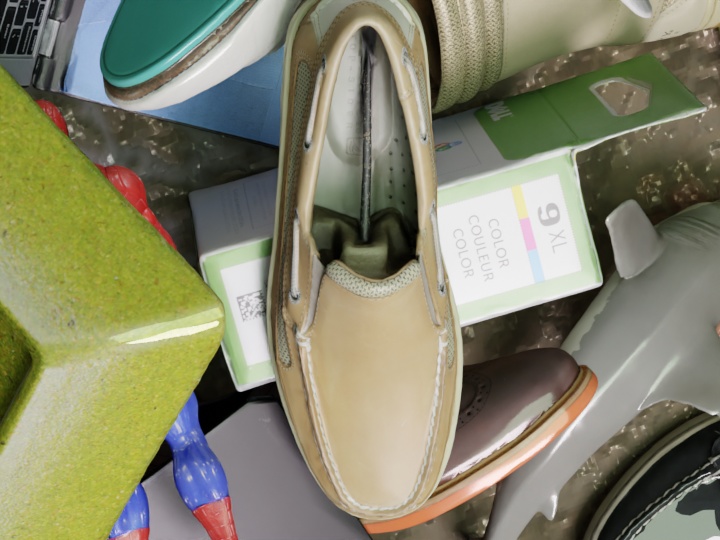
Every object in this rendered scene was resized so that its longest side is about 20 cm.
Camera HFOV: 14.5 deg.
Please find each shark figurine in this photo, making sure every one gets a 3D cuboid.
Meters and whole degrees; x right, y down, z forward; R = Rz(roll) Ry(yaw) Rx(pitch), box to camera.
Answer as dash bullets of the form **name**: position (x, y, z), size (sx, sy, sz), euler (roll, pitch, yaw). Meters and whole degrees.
- **shark figurine**: position (0.111, 0.060, 1.144), size (0.089, 0.128, 0.215), euler (32, 86, 20)

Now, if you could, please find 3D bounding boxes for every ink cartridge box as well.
- **ink cartridge box**: position (0.036, -0.020, 1.100), size (0.199, 0.104, 0.060), euler (-17, 106, -1)

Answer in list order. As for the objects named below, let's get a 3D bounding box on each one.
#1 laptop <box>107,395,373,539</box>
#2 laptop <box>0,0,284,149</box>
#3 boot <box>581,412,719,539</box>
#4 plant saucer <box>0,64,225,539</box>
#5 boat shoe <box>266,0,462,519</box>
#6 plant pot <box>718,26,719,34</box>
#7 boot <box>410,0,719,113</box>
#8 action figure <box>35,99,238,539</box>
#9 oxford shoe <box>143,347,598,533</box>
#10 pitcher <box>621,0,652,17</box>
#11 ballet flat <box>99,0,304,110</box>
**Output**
- **laptop**: position (-0.084, 0.160, 1.123), size (0.178, 0.199, 0.103), euler (57, 45, -20)
- **laptop**: position (-0.064, -0.144, 1.057), size (0.115, 0.200, 0.188), euler (17, 98, 13)
- **boot**: position (0.202, 0.100, 1.176), size (0.203, 0.154, 0.074), euler (-28, 109, -10)
- **plant saucer**: position (-0.160, 0.017, 0.987), size (0.048, 0.200, 0.200), euler (-28, 158, -45)
- **boat shoe**: position (0.000, 0.000, 1.008), size (0.071, 0.076, 0.201), euler (-8, 105, -3)
- **plant pot**: position (0.255, -0.161, 1.115), size (0.181, 0.200, 0.200), euler (-19, 107, -21)
- **boot**: position (0.067, -0.173, 1.107), size (0.155, 0.073, 0.201), euler (-19, 114, -20)
- **action figure**: position (-0.088, 0.035, 1.042), size (0.065, 0.099, 0.201), euler (-18, 88, -2)
- **oxford shoe**: position (-0.005, 0.061, 1.111), size (0.199, 0.071, 0.073), euler (-20, 106, 17)
- **pitcher**: position (0.050, -0.200, 0.993), size (0.171, 0.121, 0.201), euler (2, 103, -41)
- **ballet flat**: position (-0.023, -0.133, 1.049), size (0.069, 0.069, 0.201), euler (34, 77, -22)
